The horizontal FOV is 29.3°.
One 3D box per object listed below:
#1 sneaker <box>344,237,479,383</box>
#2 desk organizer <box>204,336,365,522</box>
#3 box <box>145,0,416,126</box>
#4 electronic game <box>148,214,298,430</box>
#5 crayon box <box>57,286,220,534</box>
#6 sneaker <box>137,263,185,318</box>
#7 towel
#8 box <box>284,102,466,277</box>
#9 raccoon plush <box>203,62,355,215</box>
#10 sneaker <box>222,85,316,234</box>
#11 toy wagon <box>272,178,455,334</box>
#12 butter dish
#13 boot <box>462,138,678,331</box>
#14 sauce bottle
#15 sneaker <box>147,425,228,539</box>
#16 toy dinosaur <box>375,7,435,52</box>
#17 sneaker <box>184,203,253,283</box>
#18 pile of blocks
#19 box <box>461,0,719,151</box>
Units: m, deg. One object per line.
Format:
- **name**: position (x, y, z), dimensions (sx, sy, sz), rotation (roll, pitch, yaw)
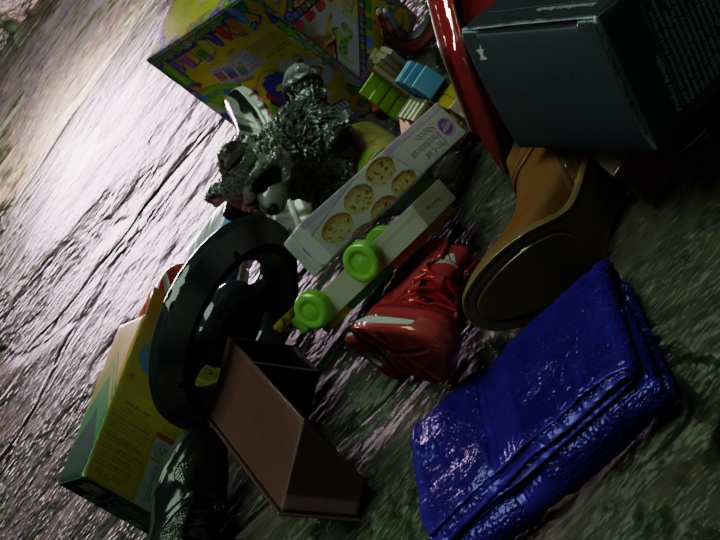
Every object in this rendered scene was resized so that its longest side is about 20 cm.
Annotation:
- **sneaker**: position (0.049, 0.018, 1.054), dimensions (0.116, 0.078, 0.200), rotation (-57, 11, -11)
- **desk organizer**: position (-0.059, 0.125, 1.126), dimensions (0.200, 0.071, 0.078), rotation (36, 114, 62)
- **box**: position (-0.084, -0.244, 1.456), dimensions (0.199, 0.192, 0.123), rotation (-19, 44, 47)
- **electronic game**: position (-0.118, 0.047, 1.223), dimensions (0.041, 0.200, 0.202), rotation (23, 77, 27)
- **crayon box**: position (-0.186, 0.134, 1.284), dimensions (0.051, 0.127, 0.202), rotation (-21, 42, 46)
- **sneaker**: position (-0.221, 0.089, 1.467), dimensions (0.202, 0.072, 0.077), rotation (-63, 9, -25)
- **towel**: position (0.114, 0.095, 0.937), dimensions (0.200, 0.049, 0.148), rotation (-44, 31, 21)
- **box**: position (0.015, -0.070, 1.156), dimensions (0.200, 0.041, 0.039), rotation (-43, -1, -36)
- **raccoon plush**: position (-0.090, -0.118, 1.282), dimensions (0.200, 0.132, 0.098), rotation (-121, 35, -54)
- **sneaker**: position (-0.104, -0.091, 1.358), dimensions (0.087, 0.074, 0.202), rotation (-25, 69, 0)
- **toy wagon**: position (0.000, 0.000, 1.164), dimensions (0.200, 0.040, 0.155), rotation (-44, -1, 35)
- **butter dish**: position (0.132, -0.216, 1.114), dimensions (0.146, 0.200, 0.202), rotation (-16, 61, 10)
- **boot**: position (0.136, -0.053, 1.042), dimensions (0.200, 0.074, 0.155), rotation (-42, 29, 3)
- **sauce bottle**: position (0.005, -0.108, 1.310), dimensions (0.065, 0.064, 0.200), rotation (-53, 27, 3)
- **sneaker**: position (-0.135, 0.227, 1.161), dimensions (0.114, 0.076, 0.202), rotation (-14, 51, 49)
- **toy dinosaur**: position (0.089, -0.291, 1.358), dimensions (0.200, 0.104, 0.183), rotation (40, 116, 50)
- **sneaker**: position (-0.140, -0.040, 1.439), dimensions (0.086, 0.075, 0.202), rotation (15, 72, 51)
- **pile of blocks**: position (0.043, -0.156, 1.282), dimensions (0.062, 0.082, 0.200), rotation (-55, 28, -1)
- **box**: position (0.196, -0.182, 0.973), dimensions (0.200, 0.105, 0.147), rotation (-41, 25, -21)
